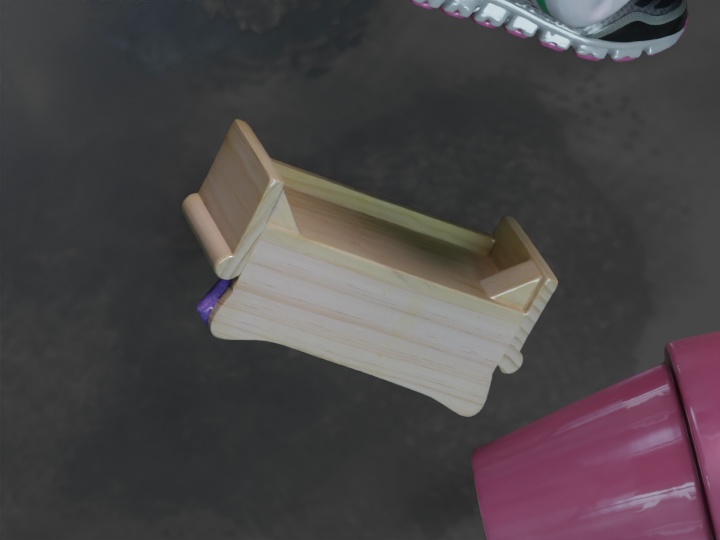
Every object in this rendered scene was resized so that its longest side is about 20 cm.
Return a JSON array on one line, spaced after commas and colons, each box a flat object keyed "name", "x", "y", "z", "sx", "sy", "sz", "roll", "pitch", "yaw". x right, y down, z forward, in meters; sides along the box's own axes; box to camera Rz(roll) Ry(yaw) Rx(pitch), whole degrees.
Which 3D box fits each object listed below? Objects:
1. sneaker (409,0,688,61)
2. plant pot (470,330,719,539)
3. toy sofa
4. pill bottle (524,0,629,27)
[{"name": "sneaker", "x": 0.099, "y": -0.176, "z": 1.468, "sx": 0.199, "sy": 0.074, "sz": 0.088, "roll": 13, "pitch": 114, "yaw": -20}, {"name": "plant pot", "x": 0.165, "y": 0.148, "z": 1.586, "sx": 0.178, "sy": 0.200, "sz": 0.200, "roll": -14, "pitch": 119, "yaw": 4}, {"name": "toy sofa", "x": 0.000, "y": 0.000, "z": 1.508, "sx": 0.200, "sy": 0.083, "sz": 0.098, "roll": 18, "pitch": 111, "yaw": -26}, {"name": "pill bottle", "x": 0.058, "y": -0.215, "z": 1.353, "sx": 0.113, "sy": 0.200, "sz": 0.113, "roll": -42, "pitch": 152, "yaw": -28}]
